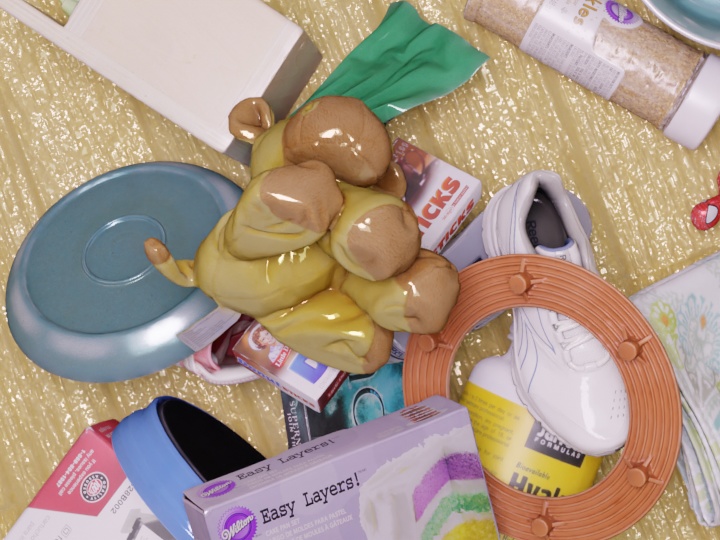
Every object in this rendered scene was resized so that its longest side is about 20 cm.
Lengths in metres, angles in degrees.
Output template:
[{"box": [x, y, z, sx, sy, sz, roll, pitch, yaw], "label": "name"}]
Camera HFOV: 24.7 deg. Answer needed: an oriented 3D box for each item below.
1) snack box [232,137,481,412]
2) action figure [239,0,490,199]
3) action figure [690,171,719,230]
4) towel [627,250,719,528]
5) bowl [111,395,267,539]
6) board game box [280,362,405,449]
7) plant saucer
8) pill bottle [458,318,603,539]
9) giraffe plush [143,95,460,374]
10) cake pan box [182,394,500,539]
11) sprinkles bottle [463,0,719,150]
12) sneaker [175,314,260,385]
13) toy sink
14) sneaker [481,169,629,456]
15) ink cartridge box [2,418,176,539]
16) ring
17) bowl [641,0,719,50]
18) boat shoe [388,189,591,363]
[{"box": [0.000, 0.000, 1.124, 0.072, 0.024, 0.200, 29, 67, 19], "label": "snack box"}, {"box": [-0.011, -0.106, 1.188, 0.200, 0.055, 0.118, -41, 41, -13], "label": "action figure"}, {"box": [0.322, -0.093, 1.187, 0.200, 0.052, 0.066, -38, 55, 5], "label": "action figure"}, {"box": [0.277, 0.069, 1.146, 0.199, 0.048, 0.172, -23, 89, -35], "label": "towel"}, {"box": [-0.086, 0.164, 1.145, 0.201, 0.201, 0.039, 43, 95, 4], "label": "bowl"}, {"box": [-0.004, 0.054, 1.184, 0.028, 0.135, 0.201, -10, 88, 47], "label": "board game box"}, {"box": [-0.167, -0.009, 1.183, 0.199, 0.027, 0.201, -9, 50, 10], "label": "plant saucer"}, {"box": [0.115, 0.129, 1.174, 0.111, 0.111, 0.201, 21, 90, 5], "label": "pill bottle"}, {"box": [-0.028, -0.041, 1.068, 0.199, 0.163, 0.173, -15, 131, 36], "label": "giraffe plush"}, {"box": [-0.004, 0.199, 1.056, 0.199, 0.052, 0.185, -18, 101, -21], "label": "cake pan box"}, {"box": [0.174, -0.165, 1.196, 0.199, 0.068, 0.068, 31, 92, 5], "label": "sprinkles bottle"}, {"box": [-0.133, 0.035, 1.202, 0.199, 0.105, 0.076, 12, 93, 5], "label": "sneaker"}, {"box": [-0.140, -0.178, 1.193, 0.200, 0.130, 0.112, 33, 92, 6], "label": "toy sink"}, {"box": [0.131, 0.026, 1.091, 0.074, 0.087, 0.201, -17, 76, -10], "label": "sneaker"}, {"box": [-0.156, 0.228, 1.210, 0.200, 0.083, 0.147, 37, 91, 5], "label": "ink cartridge box"}, {"box": [0.113, 0.088, 1.071, 0.200, 0.019, 0.201, 9, 107, 29], "label": "ring"}, {"box": [0.274, -0.247, 1.170, 0.200, 0.105, 0.202, 0, 88, 5], "label": "bowl"}, {"box": [0.081, 0.002, 1.190, 0.200, 0.065, 0.074, -29, 86, -27], "label": "boat shoe"}]
